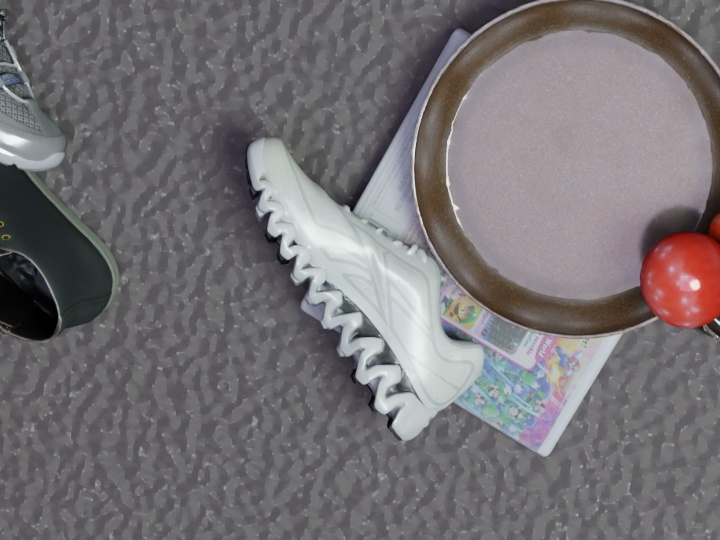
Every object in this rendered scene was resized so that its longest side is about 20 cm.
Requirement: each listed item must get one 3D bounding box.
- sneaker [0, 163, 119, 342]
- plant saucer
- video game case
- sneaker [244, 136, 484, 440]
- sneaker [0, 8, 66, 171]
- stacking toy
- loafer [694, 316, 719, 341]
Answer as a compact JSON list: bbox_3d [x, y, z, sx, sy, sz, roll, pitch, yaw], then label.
[{"bbox_3d":[-0.241,-0.036,1.233,0.199,0.106,0.075,36,103,1],"label":"sneaker"},{"bbox_3d":[0.129,-0.062,1.187,0.198,0.032,0.202,1,99,7],"label":"plant saucer"},{"bbox_3d":[0.087,-0.016,1.228,0.181,0.024,0.201,31,102,2],"label":"video game case"},{"bbox_3d":[0.000,0.000,1.202,0.081,0.075,0.201,-33,95,-2],"label":"sneaker"},{"bbox_3d":[-0.246,-0.147,1.230,0.082,0.075,0.200,-41,91,15],"label":"sneaker"},{"bbox_3d":[0.249,-0.026,1.141,0.198,0.085,0.086,-22,96,-7],"label":"stacking toy"},{"bbox_3d":[0.289,0.018,1.177,0.198,0.071,0.074,2,100,9],"label":"loafer"}]
